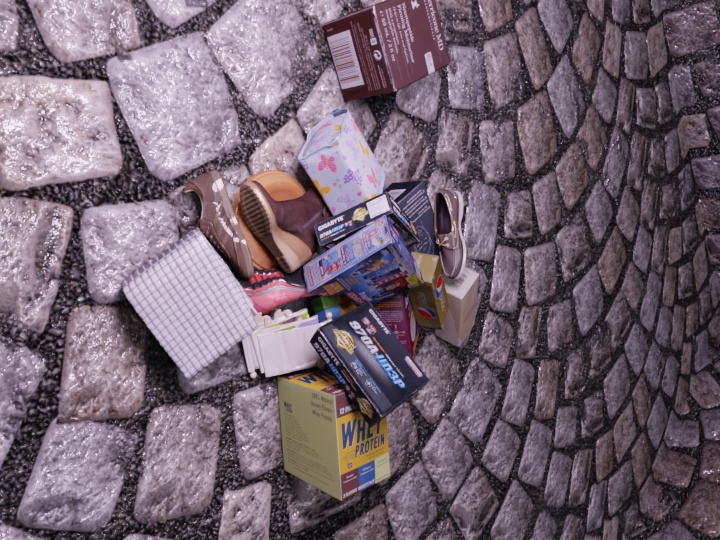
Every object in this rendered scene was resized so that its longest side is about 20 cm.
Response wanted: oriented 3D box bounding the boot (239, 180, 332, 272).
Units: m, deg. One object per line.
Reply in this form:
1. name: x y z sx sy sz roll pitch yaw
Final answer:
1. boot: -0.138 -0.117 1.169 0.167 0.071 0.203 -53 125 -41

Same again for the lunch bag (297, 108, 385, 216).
1. lunch bag: -0.033 -0.221 1.251 0.171 0.125 0.202 56 28 -28

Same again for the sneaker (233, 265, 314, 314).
1. sneaker: -0.167 0.040 1.180 0.195 0.074 0.088 -2 131 -31

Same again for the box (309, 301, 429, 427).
1. box: 0.018 0.173 1.157 0.157 0.046 0.201 -22 68 -45

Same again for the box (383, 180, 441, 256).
1. box: 0.099 -0.081 1.403 0.148 0.105 0.204 -40 119 -34

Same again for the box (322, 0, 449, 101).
1. box: 0.057 -0.480 1.291 0.199 0.162 0.170 -35 116 -36

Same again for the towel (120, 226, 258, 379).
1. towel: -0.285 0.054 1.036 0.164 0.085 0.203 -36 117 -12

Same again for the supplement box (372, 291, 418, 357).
1. supplement box: 0.072 0.093 1.342 0.111 0.083 0.205 -67 152 -56

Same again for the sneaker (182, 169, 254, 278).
1. sneaker: -0.255 -0.074 1.095 0.074 0.070 0.205 -21 96 -13

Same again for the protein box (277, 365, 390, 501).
1. protein box: -0.056 0.313 1.224 0.133 0.196 0.206 -10 100 -41

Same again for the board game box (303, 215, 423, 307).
1. board game box: 0.000 0.000 1.172 0.200 0.195 0.063 46 27 -57

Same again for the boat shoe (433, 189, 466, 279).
1. boat shoe: 0.198 -0.082 1.379 0.058 0.071 0.207 1 87 -38

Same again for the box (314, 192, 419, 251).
1. box: 0.019 -0.072 1.211 0.200 0.156 0.047 32 37 -65

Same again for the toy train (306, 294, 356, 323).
1. toy train: -0.017 0.069 1.302 0.197 0.084 0.119 -14 87 -42

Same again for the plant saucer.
1. plant saucer: -0.164 -0.095 1.200 0.197 0.037 0.207 -4 96 -44

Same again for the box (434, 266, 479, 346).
1. box: 0.238 0.087 1.515 0.095 0.077 0.203 -49 150 -29

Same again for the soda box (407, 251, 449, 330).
1. soda box: 0.147 0.048 1.326 0.202 0.062 0.069 69 36 -53

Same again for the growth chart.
1. growth chart: -0.139 0.142 1.194 0.194 0.018 0.149 -5 110 -18
